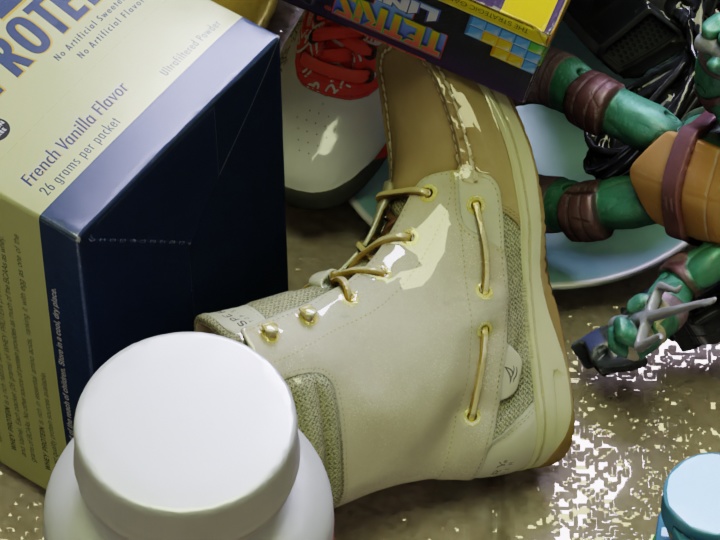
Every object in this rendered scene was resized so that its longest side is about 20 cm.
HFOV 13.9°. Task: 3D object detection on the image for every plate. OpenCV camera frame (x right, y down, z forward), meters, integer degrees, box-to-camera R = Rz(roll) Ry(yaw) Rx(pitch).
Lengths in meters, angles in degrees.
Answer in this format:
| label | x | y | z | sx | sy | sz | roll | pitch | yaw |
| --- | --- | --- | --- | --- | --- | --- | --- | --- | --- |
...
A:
| label | x | y | z | sx | sy | sz | roll | pitch | yaw |
| --- | --- | --- | --- | --- | --- | --- | --- | --- | --- |
| plate | 0.082 | -0.064 | 1.394 | 0.200 | 0.026 | 0.201 | -1 | 51 | 1 |

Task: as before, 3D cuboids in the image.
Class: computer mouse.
| label | x | y | z | sx | sy | sz | roll | pitch | yaw |
| --- | --- | --- | --- | --- | --- | --- | --- | --- | --- |
| computer mouse | 0.125 | -0.136 | 1.387 | 0.139 | 0.053 | 0.200 | -49 | 47 | 17 |

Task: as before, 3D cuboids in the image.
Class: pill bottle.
| label | x | y | z | sx | sy | sz | roll | pitch | yaw |
| --- | --- | --- | --- | --- | --- | --- | --- | --- | --- |
| pill bottle | -0.065 | 0.115 | 1.143 | 0.110 | 0.200 | 0.111 | 0 | 53 | -1 |

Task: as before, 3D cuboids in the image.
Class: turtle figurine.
| label | x | y | z | sx | sy | sz | roll | pitch | yaw |
| --- | --- | --- | --- | --- | --- | --- | --- | --- | --- |
| turtle figurine | 0.137 | -0.035 | 1.257 | 0.200 | 0.150 | 0.101 | 17 | 7 | 41 |

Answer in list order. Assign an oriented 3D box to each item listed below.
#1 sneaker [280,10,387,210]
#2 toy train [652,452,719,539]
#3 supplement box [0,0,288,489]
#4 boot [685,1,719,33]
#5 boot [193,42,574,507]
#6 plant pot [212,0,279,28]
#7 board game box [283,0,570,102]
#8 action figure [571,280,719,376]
| label | x | y | z | sx | sy | sz | roll | pitch | yaw |
| --- | --- | --- | --- | --- | --- | --- | --- | --- | --- |
| sneaker | 0.001 | -0.134 | 1.351 | 0.067 | 0.108 | 0.202 | 20 | 67 | 18 |
| toy train | 0.209 | 0.132 | 1.182 | 0.199 | 0.116 | 0.085 | 8 | 53 | 7 |
| supplement box | -0.150 | -0.036 | 1.261 | 0.200 | 0.200 | 0.134 | 29 | 56 | 22 |
| boot | 0.236 | -0.120 | 1.352 | 0.200 | 0.138 | 0.077 | 40 | 45 | 17 |
| boot | 0.000 | 0.000 | 1.246 | 0.154 | 0.072 | 0.201 | -13 | 90 | -29 |
| plant pot | -0.144 | -0.183 | 1.402 | 0.142 | 0.200 | 0.200 | 9 | 49 | 36 |
| board game box | 0.034 | -0.190 | 1.276 | 0.165 | 0.057 | 0.200 | 24 | 59 | 2 |
| action figure | 0.203 | 0.032 | 1.298 | 0.200 | 0.105 | 0.194 | -26 | 44 | 13 |
